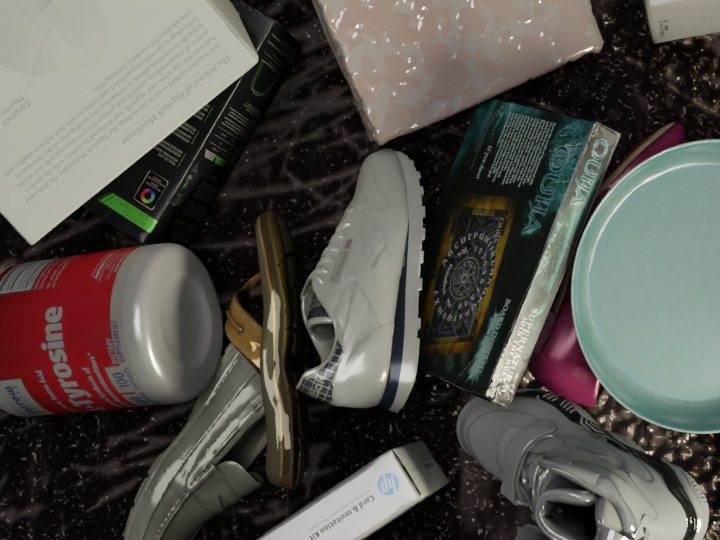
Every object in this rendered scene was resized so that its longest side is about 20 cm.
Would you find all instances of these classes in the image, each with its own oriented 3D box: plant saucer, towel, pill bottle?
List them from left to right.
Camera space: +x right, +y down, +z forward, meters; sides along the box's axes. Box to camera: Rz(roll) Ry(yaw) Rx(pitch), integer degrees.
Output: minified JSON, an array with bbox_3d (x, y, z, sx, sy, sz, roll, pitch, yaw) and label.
[{"bbox_3d":[-0.208,0.046,1.241,0.198,0.112,0.113,-8,83,27],"label":"pill bottle"},{"bbox_3d":[0.056,-0.214,1.215,0.190,0.032,0.201,-25,103,-8],"label":"towel"},{"bbox_3d":[0.237,0.010,1.181,0.198,0.027,0.202,-1,98,-9],"label":"plant saucer"}]

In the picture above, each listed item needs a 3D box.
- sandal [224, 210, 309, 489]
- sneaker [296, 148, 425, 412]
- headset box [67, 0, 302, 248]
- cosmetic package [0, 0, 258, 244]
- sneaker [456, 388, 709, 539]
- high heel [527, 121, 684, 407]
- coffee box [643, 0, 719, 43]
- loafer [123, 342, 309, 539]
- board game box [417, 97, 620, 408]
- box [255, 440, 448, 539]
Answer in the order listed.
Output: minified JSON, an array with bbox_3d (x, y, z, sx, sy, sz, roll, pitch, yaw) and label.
[{"bbox_3d":[-0.068,0.053,1.204,0.053,0.080,0.202,-5,73,11],"label":"sandal"},{"bbox_3d":[0.000,0.000,1.207,0.080,0.077,0.202,6,60,-7],"label":"sneaker"},{"bbox_3d":[-0.171,-0.130,1.273,0.173,0.093,0.201,32,92,13],"label":"headset box"},{"bbox_3d":[-0.209,-0.166,1.128,0.199,0.123,0.200,-37,118,6],"label":"cosmetic package"},{"bbox_3d":[0.125,0.136,1.151,0.199,0.114,0.076,25,106,36],"label":"sneaker"},{"bbox_3d":[0.183,-0.005,1.213,0.096,0.067,0.200,39,98,1],"label":"high heel"},{"bbox_3d":[0.223,-0.273,1.198,0.079,0.114,0.202,-9,84,10],"label":"coffee box"},{"bbox_3d":[-0.104,0.142,1.246,0.069,0.070,0.201,30,90,21],"label":"loafer"},{"bbox_3d":[0.094,-0.017,1.202,0.135,0.028,0.201,23,90,55],"label":"board game box"},{"bbox_3d":[-0.039,0.188,1.185,0.199,0.156,0.041,-35,82,5],"label":"box"}]
